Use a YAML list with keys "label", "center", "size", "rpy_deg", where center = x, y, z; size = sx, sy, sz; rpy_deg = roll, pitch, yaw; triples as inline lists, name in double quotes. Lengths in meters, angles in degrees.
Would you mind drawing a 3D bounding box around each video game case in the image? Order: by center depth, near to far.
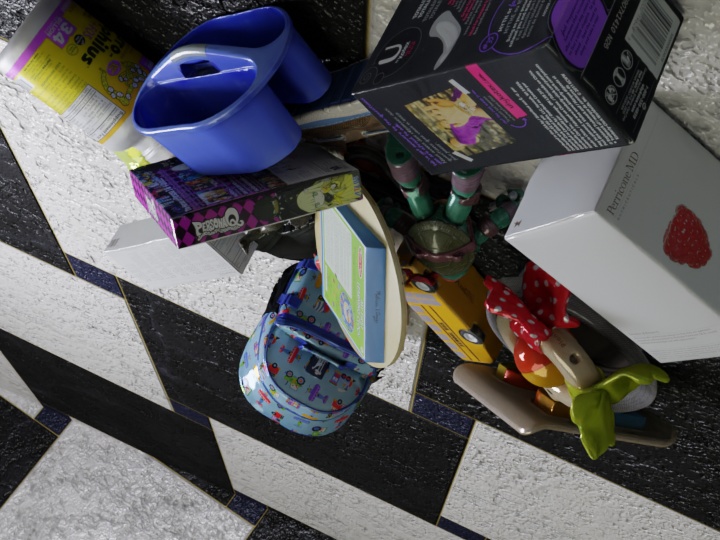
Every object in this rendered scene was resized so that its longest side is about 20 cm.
- label: "video game case"
  center: [-0.116, -0.084, 1.092]
  size: [0.200, 0.181, 0.036]
  rpy_deg: [-143, 40, -61]

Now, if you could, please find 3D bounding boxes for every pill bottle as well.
- label: "pill bottle"
  center: [-0.273, -0.196, 1.188]
  size: [0.200, 0.104, 0.104]
  rpy_deg: [37, 156, -21]

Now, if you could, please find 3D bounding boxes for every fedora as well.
- label: "fedora"
  center: [0.229, 0.051, 1.165]
  size: [0.200, 0.090, 0.177]
  rpy_deg: [35, 155, -3]

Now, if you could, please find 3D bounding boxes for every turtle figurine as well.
- label: "turtle figurine"
  center: [0.083, -0.051, 1.072]
  size: [0.149, 0.101, 0.200]
  rpy_deg: [-3, 147, 8]

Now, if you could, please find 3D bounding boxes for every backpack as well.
- label: "backpack"
  center: [-0.054, 0.104, 1.454]
  size: [0.182, 0.200, 0.135]
  rpy_deg: [32, 157, -7]

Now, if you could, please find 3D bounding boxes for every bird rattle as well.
- label: "bird rattle"
  center: [0.178, 0.081, 1.067]
  size: [0.200, 0.113, 0.163]
  rpy_deg: [41, 168, -8]

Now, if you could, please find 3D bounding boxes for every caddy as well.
- label: "caddy"
  center: [-0.126, -0.169, 1.031]
  size: [0.200, 0.142, 0.105]
  rpy_deg: [1, 146, 46]

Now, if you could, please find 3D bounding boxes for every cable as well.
- label: "cable"
  center: [0.044, -0.090, 1.162]
  size: [0.200, 0.050, 0.097]
  rpy_deg: [20, 156, -12]

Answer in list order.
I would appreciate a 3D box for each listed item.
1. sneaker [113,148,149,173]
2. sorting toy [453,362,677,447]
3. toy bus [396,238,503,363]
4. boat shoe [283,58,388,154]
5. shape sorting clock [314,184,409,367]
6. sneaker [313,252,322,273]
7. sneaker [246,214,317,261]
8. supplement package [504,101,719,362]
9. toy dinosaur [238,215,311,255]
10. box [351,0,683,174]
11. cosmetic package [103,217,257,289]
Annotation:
- label: "sneaker"
  center: [-0.237, -0.104, 1.379]
  size: [0.200, 0.076, 0.075]
  rpy_deg: [41, 156, -25]
- label: "sorting toy"
  center: [0.230, 0.145, 1.276]
  size: [0.200, 0.037, 0.185]
  rpy_deg: [7, -167, -24]
- label: "toy bus"
  center: [0.102, 0.028, 1.295]
  size: [0.078, 0.065, 0.200]
  rpy_deg: [6, 149, 45]
- label: "boat shoe"
  center: [-0.029, -0.144, 1.066]
  size: [0.200, 0.072, 0.072]
  rpy_deg: [1, 147, 47]
- label: "shape sorting clock"
  center: [0.000, 0.000, 1.129]
  size: [0.039, 0.200, 0.200]
  rpy_deg: [-12, 166, -18]
- label: "sneaker"
  center: [-0.004, 0.004, 1.260]
  size: [0.079, 0.096, 0.200]
  rpy_deg: [-10, 164, -7]
- label: "sneaker"
  center: [-0.062, -0.054, 1.315]
  size: [0.091, 0.076, 0.200]
  rpy_deg: [24, 164, -21]
- label: "supplement package"
  center: [0.245, -0.028, 0.941]
  size: [0.200, 0.121, 0.120]
  rpy_deg: [36, 157, -20]
- label: "toy dinosaur"
  center: [-0.108, -0.084, 1.250]
  size: [0.077, 0.102, 0.200]
  rpy_deg: [61, 177, -31]
- label: "box"
  center: [0.111, -0.155, 0.820]
  size: [0.106, 0.122, 0.200]
  rpy_deg: [41, 154, -31]
- label: "cosmetic package"
  center: [-0.220, -0.027, 1.361]
  size: [0.200, 0.051, 0.083]
  rpy_deg: [-8, 135, 46]
